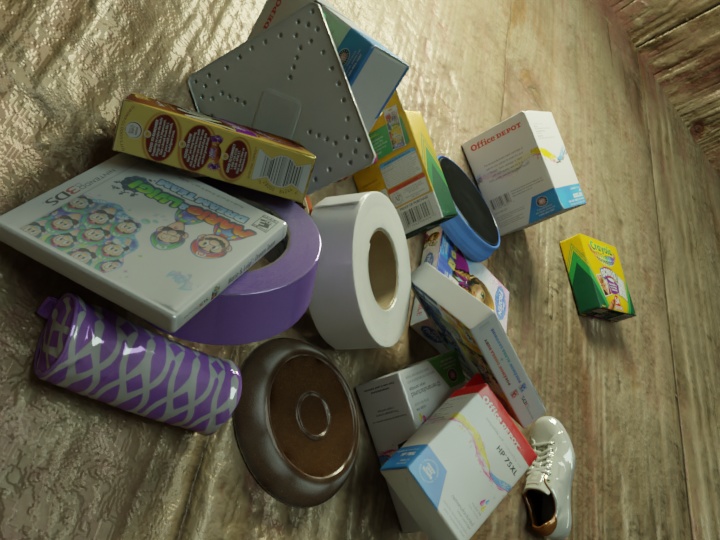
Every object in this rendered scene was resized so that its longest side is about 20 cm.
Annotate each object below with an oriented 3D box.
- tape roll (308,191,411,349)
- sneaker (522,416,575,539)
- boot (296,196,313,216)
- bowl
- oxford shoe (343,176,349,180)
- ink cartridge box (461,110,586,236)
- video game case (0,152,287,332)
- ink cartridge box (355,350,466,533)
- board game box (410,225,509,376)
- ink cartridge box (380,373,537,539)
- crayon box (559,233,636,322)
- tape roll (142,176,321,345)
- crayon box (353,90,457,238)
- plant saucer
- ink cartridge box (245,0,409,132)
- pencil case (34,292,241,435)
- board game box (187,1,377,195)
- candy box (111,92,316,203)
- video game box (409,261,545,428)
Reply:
[{"bbox_3d":[0.000,0.000,0.970,0.202,0.070,0.205,-5,90,-66],"label":"tape roll"},{"bbox_3d":[0.305,0.331,1.224,0.084,0.072,0.202,31,51,-42],"label":"sneaker"},{"bbox_3d":[-0.092,-0.123,0.976,0.107,0.075,0.202,-11,79,-58],"label":"boot"},{"bbox_3d":[0.173,-0.110,1.288,0.200,0.039,0.202,42,29,-29],"label":"bowl"},{"bbox_3d":[-0.035,-0.239,1.106,0.071,0.073,0.202,-17,84,-53],"label":"oxford shoe"},{"bbox_3d":[0.322,-0.192,1.468,0.144,0.147,0.202,-16,84,-53],"label":"ink cartridge box"},{"bbox_3d":[-0.197,-0.038,0.698,0.199,0.024,0.182,26,38,14],"label":"video game case"},{"bbox_3d":[0.094,0.226,1.005,0.144,0.084,0.202,-11,80,-51],"label":"ink cartridge box"},{"bbox_3d":[0.169,0.061,1.227,0.199,0.041,0.201,41,43,-30],"label":"board game box"},{"bbox_3d":[0.134,0.223,0.917,0.200,0.067,0.117,-38,94,-32],"label":"ink cartridge box"},{"bbox_3d":[0.544,0.020,1.705,0.199,0.058,0.174,12,62,-48],"label":"crayon box"},{"bbox_3d":[-0.142,-0.016,0.762,0.198,0.066,0.201,9,36,-6],"label":"tape roll"},{"bbox_3d":[0.053,-0.151,1.124,0.051,0.125,0.202,-12,81,-53],"label":"crayon box"},{"bbox_3d":[-0.064,0.174,0.884,0.200,0.032,0.202,29,51,-42],"label":"plant saucer"},{"bbox_3d":[-0.056,-0.260,0.962,0.083,0.146,0.200,7,33,-52],"label":"ink cartridge box"},{"bbox_3d":[-0.205,0.091,0.709,0.199,0.084,0.086,32,22,-39],"label":"pencil case"},{"bbox_3d":[-0.095,-0.183,0.898,0.026,0.199,0.202,-10,78,-66],"label":"board game box"},{"bbox_3d":[-0.155,-0.133,0.799,0.198,0.057,0.117,13,13,-17],"label":"candy box"},{"bbox_3d":[0.154,0.097,1.025,0.183,0.047,0.200,56,-6,-27],"label":"video game box"}]
